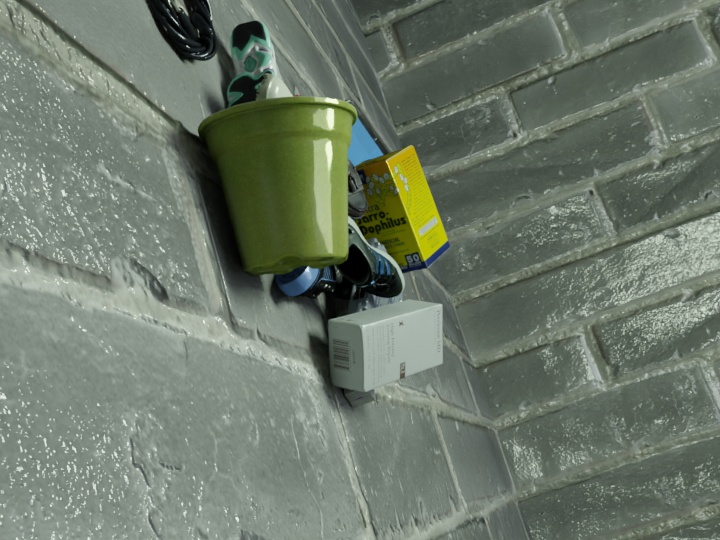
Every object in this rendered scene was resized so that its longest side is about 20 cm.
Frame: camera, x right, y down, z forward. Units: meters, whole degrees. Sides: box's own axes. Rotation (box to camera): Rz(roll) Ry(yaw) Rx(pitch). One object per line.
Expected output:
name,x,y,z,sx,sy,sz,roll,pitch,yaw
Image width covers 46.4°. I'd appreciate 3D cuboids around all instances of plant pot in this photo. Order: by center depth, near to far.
plant pot,-0.090,-0.094,1.036,0.200,0.199,0.185,18,63,-76

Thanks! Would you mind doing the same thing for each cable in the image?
cable,-0.230,-0.365,1.132,0.200,0.051,0.164,-74,142,-73

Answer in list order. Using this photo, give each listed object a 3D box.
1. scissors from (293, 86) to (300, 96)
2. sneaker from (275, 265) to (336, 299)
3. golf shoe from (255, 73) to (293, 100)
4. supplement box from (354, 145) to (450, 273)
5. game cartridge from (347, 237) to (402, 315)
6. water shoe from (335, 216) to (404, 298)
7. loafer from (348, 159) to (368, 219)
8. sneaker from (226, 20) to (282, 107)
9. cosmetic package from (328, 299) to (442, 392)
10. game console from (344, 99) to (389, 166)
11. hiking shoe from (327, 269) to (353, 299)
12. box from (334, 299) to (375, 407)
scissors,-0.106,-0.281,1.368,0.073,0.014,0.200,21,22,-30
sneaker,-0.069,0.008,1.198,0.078,0.070,0.200,59,12,-14
golf shoe,-0.081,-0.203,1.198,0.200,0.097,0.079,62,38,-54
supplement box,0.061,-0.103,1.492,0.109,0.108,0.201,-38,110,-54
game cartridge,0.029,0.056,1.389,0.133,0.041,0.200,60,26,-30
water shoe,0.000,0.000,1.240,0.200,0.071,0.079,43,28,-40
loafer,-0.048,-0.179,1.402,0.072,0.063,0.200,-26,79,-48
sneaker,-0.149,-0.267,1.292,0.140,0.077,0.201,70,17,-60
cosmetic package,0.042,0.109,1.265,0.199,0.074,0.102,-12,104,-47
game console,-0.001,-0.182,1.543,0.200,0.118,0.171,50,11,-33
hiking shoe,-0.036,0.000,1.413,0.200,0.075,0.101,6,77,-71
box,-0.010,0.127,1.349,0.201,0.041,0.039,-99,164,-47
